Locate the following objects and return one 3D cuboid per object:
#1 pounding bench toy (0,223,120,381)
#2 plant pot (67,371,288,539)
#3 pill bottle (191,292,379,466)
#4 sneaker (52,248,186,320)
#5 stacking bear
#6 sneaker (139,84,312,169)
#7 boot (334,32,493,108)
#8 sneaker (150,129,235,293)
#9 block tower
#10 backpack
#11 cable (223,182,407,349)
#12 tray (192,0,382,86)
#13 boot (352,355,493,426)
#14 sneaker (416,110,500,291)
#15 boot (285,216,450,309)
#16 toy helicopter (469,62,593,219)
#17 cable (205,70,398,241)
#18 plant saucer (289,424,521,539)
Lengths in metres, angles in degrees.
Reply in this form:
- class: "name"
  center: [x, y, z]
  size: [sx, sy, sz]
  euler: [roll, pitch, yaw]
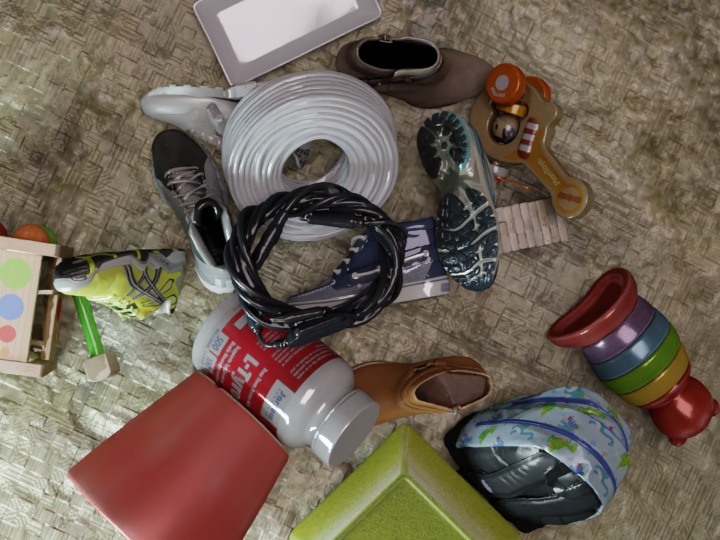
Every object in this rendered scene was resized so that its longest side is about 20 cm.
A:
- class: "pounding bench toy"
  center: [-0.351, 0.030, 1.276]
  size: [0.198, 0.124, 0.158]
  euler: [9, 89, -7]
- class: "plant pot"
  center: [-0.185, 0.221, 1.273]
  size: [0.200, 0.200, 0.178]
  euler: [43, 77, -5]
- class: "pill bottle"
  center: [-0.080, 0.119, 1.280]
  size: [0.199, 0.112, 0.113]
  euler: [37, 85, 22]
- class: "sneaker"
  center: [-0.248, 0.016, 1.259]
  size: [0.075, 0.199, 0.077]
  euler: [-1, 92, 28]
- class: "stacking bear"
  center: [0.335, 0.113, 1.374]
  size: [0.121, 0.114, 0.200]
  euler: [-43, 99, -5]
- class: "sneaker"
  center: [-0.150, -0.164, 1.327]
  size: [0.198, 0.076, 0.082]
  euler: [6, 97, -9]
- class: "boot"
  center: [0.069, -0.227, 1.317]
  size: [0.197, 0.146, 0.071]
  euler: [-5, 89, -7]
- class: "sneaker"
  center: [-0.175, -0.080, 1.289]
  size: [0.074, 0.116, 0.202]
  euler: [-24, 80, -10]
- class: "block tower"
  center: [0.147, -0.044, 1.374]
  size: [0.198, 0.054, 0.058]
  euler: [-13, 92, -6]
- class: "backpack"
  center: [0.209, 0.208, 1.308]
  size: [0.154, 0.200, 0.163]
  euler: [-43, 94, -14]
- class: "cable"
  center: [-0.044, -0.013, 1.260]
  size: [0.198, 0.051, 0.165]
  euler: [-21, 81, -14]
- class: "tray"
  center: [-0.084, -0.299, 1.360]
  size: [0.198, 0.022, 0.108]
  euler: [-27, 92, -6]
- class: "boot"
  center: [0.047, 0.137, 1.310]
  size: [0.198, 0.155, 0.074]
  euler: [-18, 93, -7]
- class: "sneaker"
  center: [0.128, -0.077, 1.308]
  size: [0.077, 0.086, 0.202]
  euler: [-15, 80, 33]
- class: "boot"
  center: [0.000, 0.000, 1.333]
  size: [0.198, 0.073, 0.091]
  euler: [-11, 86, 12]
- class: "toy helicopter"
  center: [0.189, -0.129, 1.340]
  size: [0.132, 0.079, 0.201]
  euler: [-47, 59, 22]
- class: "cable"
  center: [-0.053, -0.125, 1.292]
  size: [0.198, 0.070, 0.201]
  euler: [-17, 130, -1]
- class: "plant saucer"
  center: [0.051, 0.315, 1.341]
  size: [0.200, 0.048, 0.200]
  euler: [44, 100, -5]
